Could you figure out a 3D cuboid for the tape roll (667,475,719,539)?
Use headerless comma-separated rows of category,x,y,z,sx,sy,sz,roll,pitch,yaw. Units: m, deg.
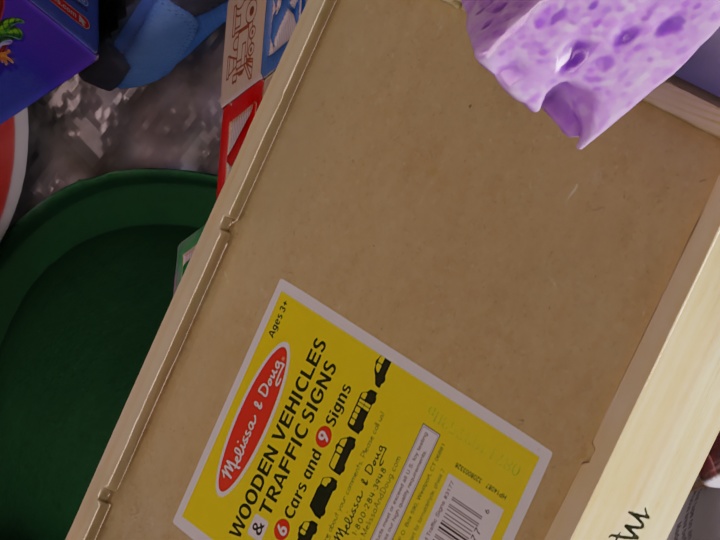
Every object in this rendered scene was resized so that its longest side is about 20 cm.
tape roll,0.124,0.075,0.670,0.200,0.066,0.200,27,136,30

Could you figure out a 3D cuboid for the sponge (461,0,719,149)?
sponge,0.060,-0.107,0.553,0.030,0.200,0.112,40,108,-21

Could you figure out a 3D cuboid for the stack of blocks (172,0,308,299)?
stack of blocks,0.000,0.000,0.685,0.115,0.059,0.200,151,125,-64

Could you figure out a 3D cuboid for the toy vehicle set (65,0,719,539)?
toy vehicle set,0.002,0.043,0.578,0.124,0.027,0.200,33,102,44

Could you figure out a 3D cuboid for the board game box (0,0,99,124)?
board game box,-0.148,-0.142,0.729,0.045,0.200,0.135,-31,40,26

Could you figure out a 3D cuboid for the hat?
hat,-0.074,0.070,0.752,0.200,0.176,0.166,21,107,22

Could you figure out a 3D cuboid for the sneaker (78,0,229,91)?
sneaker,-0.009,-0.108,0.760,0.200,0.078,0.066,-50,31,39

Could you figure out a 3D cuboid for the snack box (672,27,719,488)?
snack box,0.133,-0.058,0.529,0.200,0.053,0.142,-31,60,40

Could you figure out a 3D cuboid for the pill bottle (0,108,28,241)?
pill bottle,-0.193,-0.034,0.779,0.116,0.200,0.116,5,99,34
